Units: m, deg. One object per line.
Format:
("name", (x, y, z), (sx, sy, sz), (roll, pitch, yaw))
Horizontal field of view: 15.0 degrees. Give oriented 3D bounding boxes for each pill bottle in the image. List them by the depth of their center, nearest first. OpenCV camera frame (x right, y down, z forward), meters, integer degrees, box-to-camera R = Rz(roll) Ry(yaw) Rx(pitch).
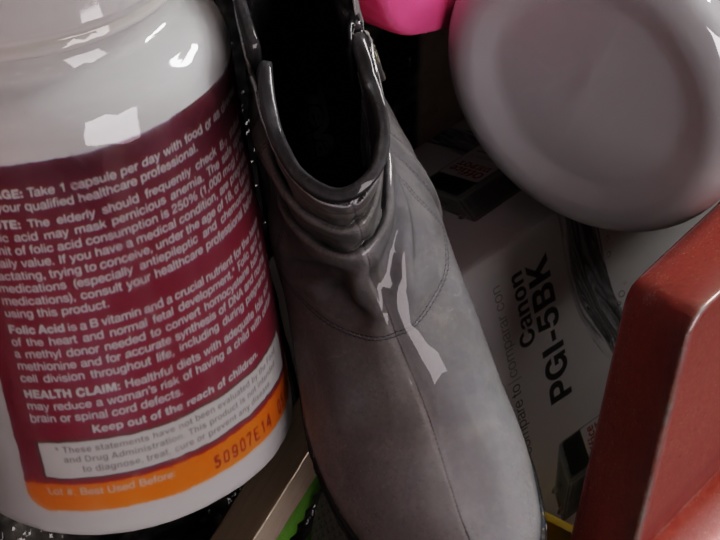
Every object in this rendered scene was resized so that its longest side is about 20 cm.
("pill bottle", (-0.090, -0.028, 0.866), (0.114, 0.114, 0.201), (-28, 126, -30))
("pill bottle", (0.125, -0.109, 0.980), (0.200, 0.115, 0.116), (-45, 136, -44))

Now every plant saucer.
("plant saucer", (0.138, 0.033, 0.985), (0.200, 0.037, 0.200), (-40, 149, -40))

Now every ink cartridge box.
("ink cartridge box", (0.077, 0.012, 1.054), (0.200, 0.083, 0.147), (-33, 129, -27))

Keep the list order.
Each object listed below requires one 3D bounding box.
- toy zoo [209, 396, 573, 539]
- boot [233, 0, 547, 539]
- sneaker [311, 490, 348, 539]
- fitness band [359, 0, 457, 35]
("toy zoo", (0.017, 0.135, 0.992), (0.200, 0.020, 0.131), (29, 95, -41))
("boot", (0.000, 0.000, 0.848), (0.070, 0.200, 0.132), (-22, 157, -4))
("sneaker", (0.017, 0.156, 0.943), (0.080, 0.070, 0.201), (1, 111, -39))
("fitness band", (0.045, -0.152, 0.930), (0.200, 0.037, 0.144), (-23, 136, -62))
